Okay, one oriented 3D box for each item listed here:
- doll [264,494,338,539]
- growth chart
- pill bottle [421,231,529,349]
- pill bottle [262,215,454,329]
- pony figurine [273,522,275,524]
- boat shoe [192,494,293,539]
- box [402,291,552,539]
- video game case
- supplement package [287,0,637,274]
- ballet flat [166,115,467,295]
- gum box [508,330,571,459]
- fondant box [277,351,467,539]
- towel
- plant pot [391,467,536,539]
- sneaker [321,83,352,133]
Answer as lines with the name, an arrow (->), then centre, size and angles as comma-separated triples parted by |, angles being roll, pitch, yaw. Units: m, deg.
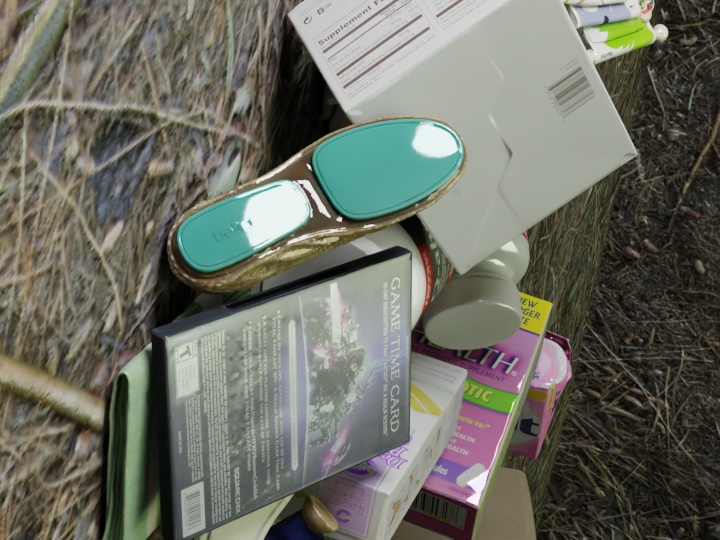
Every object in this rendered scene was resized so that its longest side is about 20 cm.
doll -> -0.092, 0.241, 1.148 | 0.200, 0.137, 0.048 | -40, 172, 1
growth chart -> 0.172, -0.248, 1.214 | 0.144, 0.018, 0.202 | -31, 115, -46
pill bottle -> 0.082, -0.041, 1.381 | 0.111, 0.109, 0.202 | 81, 3, -61
pill bottle -> 0.000, 0.000, 1.218 | 0.200, 0.115, 0.117 | -45, 150, -71
pony figurine -> -0.052, 0.255, 1.262 | 0.193, 0.198, 0.168 | -81, 177, -74
boat shoe -> -0.090, 0.162, 1.101 | 0.073, 0.060, 0.202 | 18, 85, -38
box -> 0.049, 0.103, 1.421 | 0.097, 0.174, 0.201 | 92, 20, -62
video game case -> -0.045, 0.077, 1.059 | 0.199, 0.019, 0.144 | -20, 120, -38
supplement package -> 0.073, -0.126, 1.127 | 0.155, 0.111, 0.200 | -34, 140, 4
ballet flat -> -0.028, -0.040, 1.033 | 0.065, 0.198, 0.071 | 110, -42, -71
gum box -> 0.097, 0.094, 1.559 | 0.114, 0.198, 0.066 | 92, 20, -51
fondant box -> -0.015, 0.120, 1.263 | 0.200, 0.143, 0.059 | -50, 154, -58
towel -> -0.114, 0.081, 1.087 | 0.200, 0.023, 0.154 | -50, 153, -56
plant pot -> 0.122, 0.340, 2.002 | 0.201, 0.198, 0.178 | 87, 13, -55
sneaker -> 0.006, -0.143, 1.197 | 0.093, 0.075, 0.200 | -63, 163, -20
